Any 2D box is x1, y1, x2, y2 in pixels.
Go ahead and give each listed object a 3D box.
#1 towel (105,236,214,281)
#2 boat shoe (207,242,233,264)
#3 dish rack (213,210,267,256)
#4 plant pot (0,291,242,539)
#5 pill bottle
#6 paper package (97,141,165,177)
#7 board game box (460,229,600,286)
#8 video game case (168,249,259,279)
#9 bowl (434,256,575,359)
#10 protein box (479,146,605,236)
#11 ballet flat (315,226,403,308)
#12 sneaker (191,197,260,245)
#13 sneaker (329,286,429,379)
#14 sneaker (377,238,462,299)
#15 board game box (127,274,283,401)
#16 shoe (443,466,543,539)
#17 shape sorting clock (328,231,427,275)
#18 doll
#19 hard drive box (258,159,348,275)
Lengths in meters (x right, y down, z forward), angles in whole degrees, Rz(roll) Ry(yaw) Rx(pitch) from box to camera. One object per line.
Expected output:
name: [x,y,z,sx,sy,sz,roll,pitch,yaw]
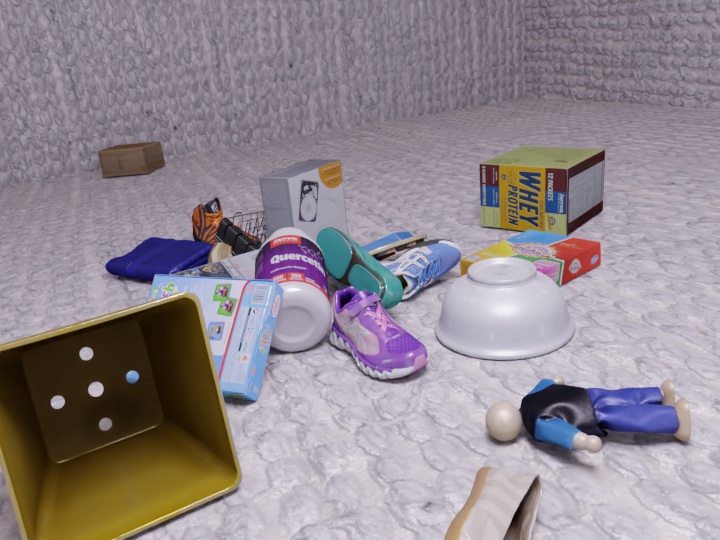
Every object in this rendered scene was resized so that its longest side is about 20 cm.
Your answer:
towel: [-0.405,-0.016,1.356,0.197,0.050,0.148,6,30,31]
boat shoe: [-0.239,0.010,1.199,0.074,0.073,0.201,-4,31,-3]
dish rack: [-0.183,-0.073,1.363,0.198,0.055,0.153,-17,46,-42]
plant pot: [-0.259,0.139,0.674,0.197,0.204,0.175,-17,10,-27]
pill bottle: [-0.104,0.019,0.991,0.110,0.114,0.201,-8,35,-4]
paper package: [-0.904,-0.442,2.615,0.195,0.106,0.191,-4,18,10]
board game box: [0.290,-0.014,1.125,0.198,0.041,0.152,-22,25,-36]
video game case: [-0.199,0.044,1.066,0.179,0.024,0.200,-17,41,-29]
bowl: [0.200,0.040,0.930,0.196,0.092,0.202,-5,20,2]
protein box: [0.386,-0.175,1.399,0.196,0.138,0.199,11,25,39]
ballet flat: [0.000,0.000,1.028,0.070,0.068,0.200,16,20,-42]
sneaker: [-0.303,-0.096,1.437,0.197,0.114,0.077,7,24,32]
sneaker: [0.016,0.076,0.891,0.079,0.090,0.199,-16,22,-29]
sneaker: [0.088,0.009,1.094,0.197,0.077,0.077,-23,30,-16]
board game box: [-0.210,0.084,0.878,0.196,0.154,0.037,3,-23,23]
shoe: [0.102,0.213,0.504,0.052,0.071,0.200,-7,16,24]
shape sorting clock: [0.028,-0.028,1.183,0.197,0.040,0.200,-23,-2,-1]
doll: [0.227,0.148,0.679,0.195,0.049,0.137,-4,19,7]
hard drive box: [-0.098,-0.090,1.222,0.076,0.204,0.155,8,24,34]
